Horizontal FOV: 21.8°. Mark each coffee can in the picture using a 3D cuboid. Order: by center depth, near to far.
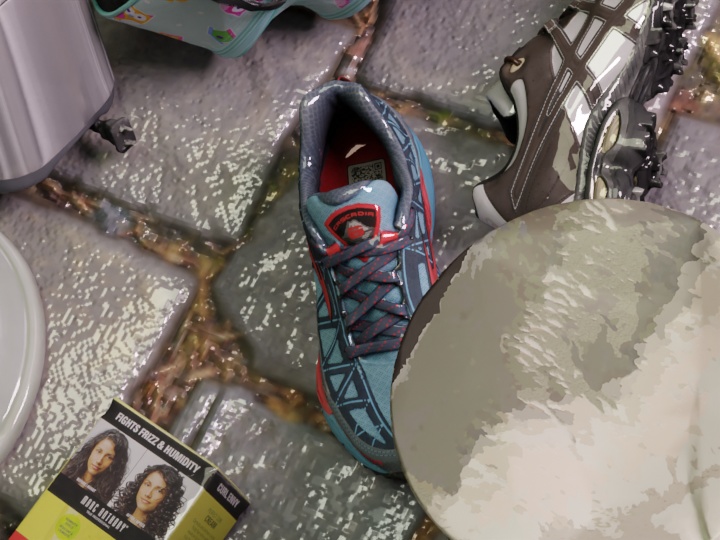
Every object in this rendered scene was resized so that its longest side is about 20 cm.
[{"bbox_3d":[0.106,0.083,0.731,0.145,0.200,0.148,-7,61,14],"label":"coffee can"}]

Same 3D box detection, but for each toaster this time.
[{"bbox_3d":[-0.215,-0.128,0.971,0.199,0.130,0.114,19,51,26],"label":"toaster"}]

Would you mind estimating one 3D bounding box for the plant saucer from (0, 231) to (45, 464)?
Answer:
[{"bbox_3d":[-0.261,0.045,0.957,0.198,0.050,0.202,-7,62,14],"label":"plant saucer"}]

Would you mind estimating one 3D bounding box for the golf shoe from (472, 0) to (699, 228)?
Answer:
[{"bbox_3d":[0.108,-0.103,0.898,0.094,0.078,0.202,8,65,21],"label":"golf shoe"}]

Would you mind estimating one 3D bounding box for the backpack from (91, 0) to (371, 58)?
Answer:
[{"bbox_3d":[-0.058,-0.207,0.950,0.199,0.152,0.178,-30,56,46],"label":"backpack"}]

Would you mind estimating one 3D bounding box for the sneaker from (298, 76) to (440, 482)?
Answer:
[{"bbox_3d":[0.000,0.000,0.868,0.079,0.096,0.202,-18,60,9],"label":"sneaker"}]

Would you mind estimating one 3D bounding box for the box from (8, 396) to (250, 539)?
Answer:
[{"bbox_3d":[-0.140,0.162,0.857,0.075,0.050,0.201,30,77,29],"label":"box"}]
